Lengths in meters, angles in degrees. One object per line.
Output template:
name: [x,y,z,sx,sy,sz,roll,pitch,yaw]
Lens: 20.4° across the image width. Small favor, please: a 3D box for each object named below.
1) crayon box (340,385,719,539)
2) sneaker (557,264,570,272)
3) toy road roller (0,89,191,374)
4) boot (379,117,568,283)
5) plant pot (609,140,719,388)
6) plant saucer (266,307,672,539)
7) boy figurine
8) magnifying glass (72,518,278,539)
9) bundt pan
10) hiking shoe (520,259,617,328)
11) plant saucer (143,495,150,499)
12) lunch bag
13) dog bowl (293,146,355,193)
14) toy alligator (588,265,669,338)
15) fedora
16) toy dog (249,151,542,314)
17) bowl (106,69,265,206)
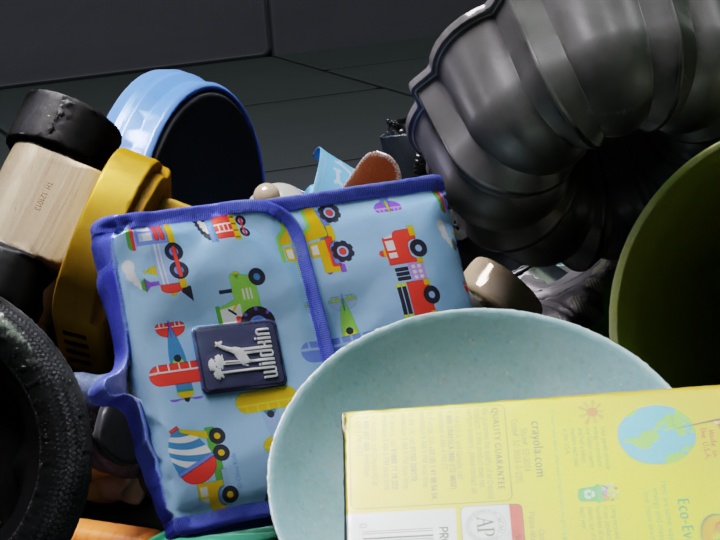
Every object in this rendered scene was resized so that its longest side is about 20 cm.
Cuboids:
crayon box: [0.093,0.113,0.806,0.198,0.051,0.128,-4,46,3]
sneaker: [0.174,0.022,1.307,0.079,0.076,0.199,-39,30,-29]
toy road roller: [-0.136,0.007,1.090,0.145,0.124,0.200,21,-20,4]
boot: [0.104,-0.016,1.230,0.199,0.170,0.076,4,15,31]
plant pot: [0.242,0.029,1.021,0.185,0.189,0.200,0,-3,22]
plant saucer: [0.057,0.102,0.889,0.199,0.039,0.202,1,46,-1]
boy figurine: [-0.170,0.083,1.045,0.199,0.124,0.065,-7,46,42]
magnifying glass: [-0.082,0.137,0.963,0.198,0.023,0.079,1,14,30]
bundt pan: [0.127,-0.071,1.017,0.200,0.203,0.076,-8,55,-13]
hiking shoe: [0.143,0.037,1.126,0.199,0.076,0.101,-25,43,23]
plant saucer: [-0.104,0.084,1.170,0.198,0.037,0.200,-4,12,1]
lunch bag: [-0.043,0.044,0.959,0.199,0.152,0.094,-6,-14,-37]
dog bowl: [-0.031,-0.006,1.302,0.049,0.112,0.200,18,-17,-8]
toy alligator: [0.130,0.076,1.023,0.059,0.054,0.201,-47,14,46]
fedora: [-0.221,0.097,0.964,0.198,0.203,0.092,-5,-20,1]
toy dog: [0.000,0.000,1.113,0.198,0.097,0.133,11,61,26]
bowl: [-0.115,-0.027,1.288,0.039,0.203,0.200,5,15,22]
